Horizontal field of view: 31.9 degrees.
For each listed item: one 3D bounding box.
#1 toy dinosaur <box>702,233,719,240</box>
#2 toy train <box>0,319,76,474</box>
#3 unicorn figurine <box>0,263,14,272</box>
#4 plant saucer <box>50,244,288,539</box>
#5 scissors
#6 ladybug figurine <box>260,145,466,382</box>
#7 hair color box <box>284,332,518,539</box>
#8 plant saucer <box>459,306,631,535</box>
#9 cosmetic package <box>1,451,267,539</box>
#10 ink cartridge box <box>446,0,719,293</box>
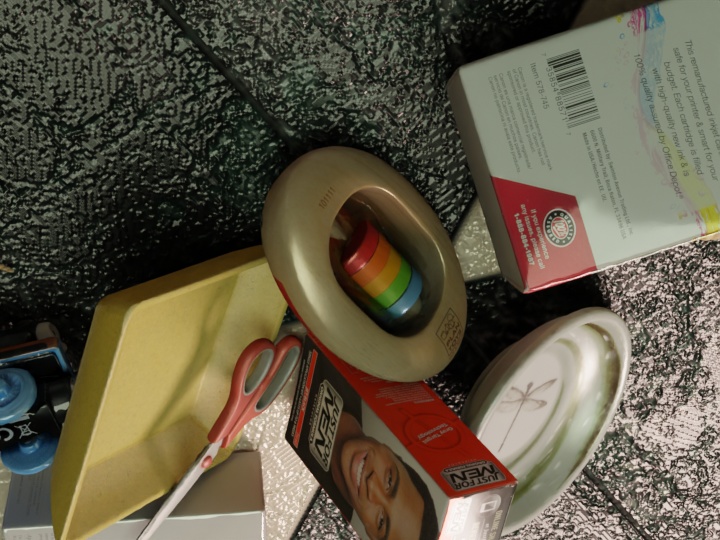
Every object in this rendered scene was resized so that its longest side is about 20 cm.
[{"bbox_3d":[0.282,-0.051,0.935,0.200,0.058,0.101,33,125,-15],"label":"toy dinosaur"},{"bbox_3d":[-0.292,0.091,0.885,0.199,0.115,0.087,-14,136,-1],"label":"toy train"},{"bbox_3d":[-0.353,0.003,0.834,0.199,0.138,0.074,7,130,4],"label":"unicorn figurine"},{"bbox_3d":[-0.136,0.073,0.885,0.048,0.200,0.201,32,117,22],"label":"plant saucer"},{"bbox_3d":[-0.106,0.133,0.944,0.201,0.014,0.073,-60,156,3],"label":"scissors"},{"bbox_3d":[0.000,0.000,0.884,0.072,0.136,0.200,-4,136,47],"label":"ladybug figurine"},{"bbox_3d":[0.022,0.134,0.903,0.061,0.200,0.102,-6,122,-32],"label":"hair color box"},{"bbox_3d":[0.127,0.109,0.963,0.200,0.050,0.201,-29,136,-33],"label":"plant saucer"},{"bbox_3d":[-0.172,0.213,0.992,0.199,0.081,0.113,-2,119,-9],"label":"cosmetic package"},{"bbox_3d":[0.172,-0.087,0.812,0.199,0.145,0.146,-17,93,2],"label":"ink cartridge box"}]
